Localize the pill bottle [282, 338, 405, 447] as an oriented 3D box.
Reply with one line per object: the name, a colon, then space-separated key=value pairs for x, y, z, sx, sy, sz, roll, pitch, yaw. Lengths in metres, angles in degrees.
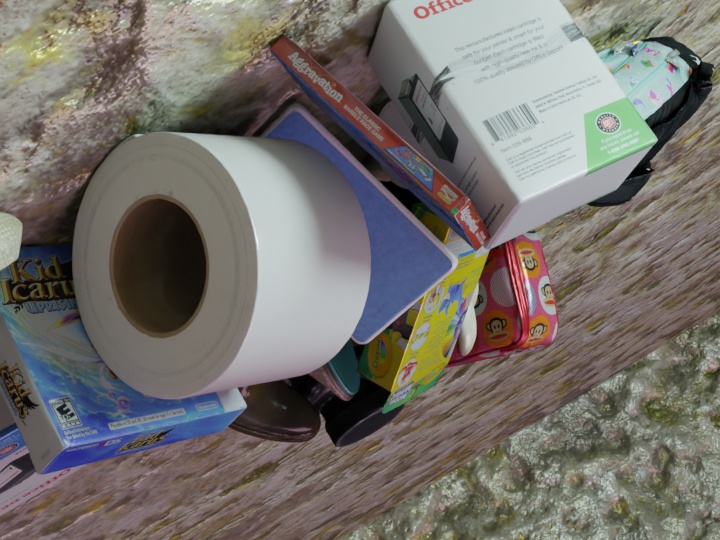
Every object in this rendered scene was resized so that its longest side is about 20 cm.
pill bottle: x=-0.039 y=0.078 z=1.278 sx=0.111 sy=0.201 sz=0.112 roll=-29 pitch=162 yaw=-11

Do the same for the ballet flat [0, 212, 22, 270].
ballet flat: x=-0.320 y=-0.014 z=0.829 sx=0.199 sy=0.068 sz=0.063 roll=-20 pitch=148 yaw=-33

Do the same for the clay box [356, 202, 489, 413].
clay box: x=0.061 y=0.029 z=1.141 sx=0.115 sy=0.047 sz=0.201 roll=-17 pitch=132 yaw=-57

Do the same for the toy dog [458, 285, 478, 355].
toy dog: x=0.057 y=0.042 z=1.372 sx=0.139 sy=0.194 sz=0.200 roll=-29 pitch=155 yaw=-37

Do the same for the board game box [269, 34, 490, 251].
board game box: x=0.017 y=-0.097 z=0.936 sx=0.019 sy=0.200 sz=0.103 roll=-46 pitch=161 yaw=1

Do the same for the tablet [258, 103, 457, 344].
tablet: x=-0.026 y=-0.037 z=1.059 sx=0.130 sy=0.200 sz=0.014 roll=-41 pitch=-168 yaw=27

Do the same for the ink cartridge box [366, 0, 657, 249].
ink cartridge box: x=0.119 y=-0.141 z=0.990 sx=0.145 sy=0.201 sz=0.084 roll=-24 pitch=162 yaw=-22

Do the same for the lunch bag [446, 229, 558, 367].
lunch bag: x=0.133 y=0.019 z=1.445 sx=0.082 sy=0.177 sz=0.200 roll=-3 pitch=169 yaw=-42

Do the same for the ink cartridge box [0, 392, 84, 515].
ink cartridge box: x=-0.368 y=0.172 z=1.177 sx=0.145 sy=0.084 sz=0.200 roll=-30 pitch=161 yaw=-7

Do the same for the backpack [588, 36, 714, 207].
backpack: x=0.260 y=-0.155 z=1.270 sx=0.200 sy=0.126 sz=0.167 roll=-34 pitch=156 yaw=-45

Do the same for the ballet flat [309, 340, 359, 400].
ballet flat: x=-0.062 y=0.038 z=1.189 sx=0.067 sy=0.201 sz=0.068 roll=-16 pitch=-171 yaw=28

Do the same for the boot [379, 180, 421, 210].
boot: x=0.089 y=-0.080 z=1.261 sx=0.199 sy=0.070 sz=0.174 roll=2 pitch=-160 yaw=18

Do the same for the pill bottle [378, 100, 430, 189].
pill bottle: x=0.111 y=-0.131 z=1.135 sx=0.199 sy=0.111 sz=0.111 roll=-16 pitch=155 yaw=-40

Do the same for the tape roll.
tape roll: x=-0.111 y=-0.006 z=0.960 sx=0.203 sy=0.203 sz=0.139 roll=-44 pitch=158 yaw=31

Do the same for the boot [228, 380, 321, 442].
boot: x=-0.111 y=0.096 z=1.169 sx=0.097 sy=0.199 sz=0.075 roll=-47 pitch=-161 yaw=47

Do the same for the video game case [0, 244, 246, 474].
video game case: x=-0.211 y=0.061 z=1.000 sx=0.045 sy=0.182 sz=0.200 roll=-44 pitch=158 yaw=31
